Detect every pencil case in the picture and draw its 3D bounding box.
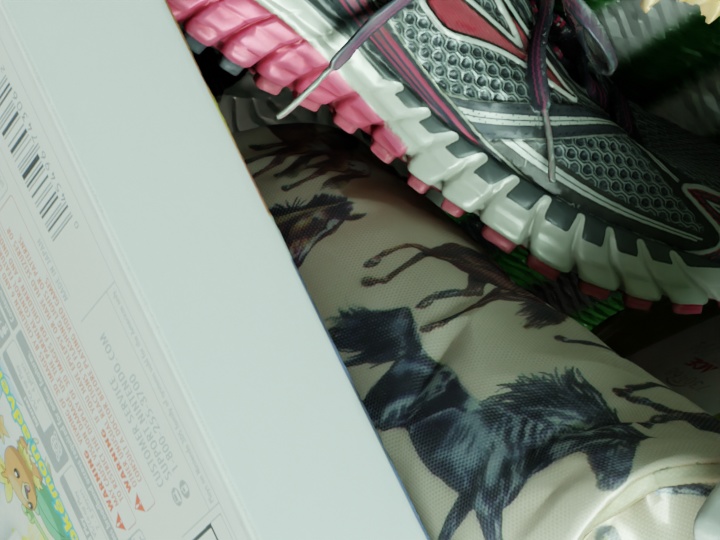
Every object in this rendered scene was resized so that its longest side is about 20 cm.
[{"bbox_3d":[0.024,0.037,0.709,0.200,0.078,0.089,40,174,48],"label":"pencil case"}]

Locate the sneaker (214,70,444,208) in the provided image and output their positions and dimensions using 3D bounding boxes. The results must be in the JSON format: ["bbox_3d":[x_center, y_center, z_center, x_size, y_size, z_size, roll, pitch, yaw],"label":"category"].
[{"bbox_3d":[0.000,0.000,0.893,0.079,0.129,0.200,39,123,24],"label":"sneaker"}]

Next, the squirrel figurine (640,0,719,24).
[{"bbox_3d":[0.052,-0.131,0.485,0.186,0.142,0.200,13,164,29],"label":"squirrel figurine"}]

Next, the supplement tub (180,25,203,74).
[{"bbox_3d":[-0.107,-0.070,0.846,0.122,0.123,0.200,33,158,15],"label":"supplement tub"}]

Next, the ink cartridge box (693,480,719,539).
[{"bbox_3d":[0.188,0.055,0.577,0.199,0.147,0.083,23,154,33],"label":"ink cartridge box"}]

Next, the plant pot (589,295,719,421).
[{"bbox_3d":[0.118,0.107,0.788,0.187,0.187,0.201,11,125,51],"label":"plant pot"}]

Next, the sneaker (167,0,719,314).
[{"bbox_3d":[0.027,-0.058,0.724,0.199,0.075,0.081,32,-166,-16],"label":"sneaker"}]

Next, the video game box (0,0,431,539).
[{"bbox_3d":[-0.059,0.043,0.715,0.201,0.047,0.182,64,148,12],"label":"video game box"}]
